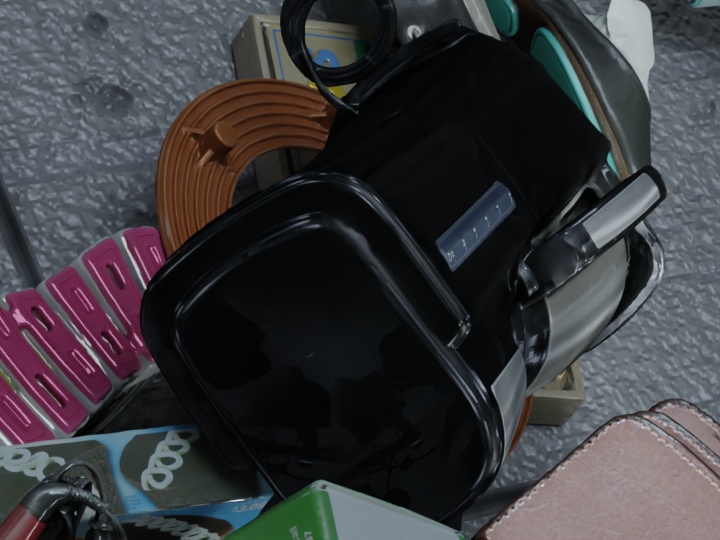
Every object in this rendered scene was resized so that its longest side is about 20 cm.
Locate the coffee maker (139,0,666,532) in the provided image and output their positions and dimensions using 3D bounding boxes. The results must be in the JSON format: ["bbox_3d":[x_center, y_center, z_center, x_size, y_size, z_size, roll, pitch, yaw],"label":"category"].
[{"bbox_3d":[0.002,-0.010,1.061,0.192,0.135,0.200,35,27,8],"label":"coffee maker"}]

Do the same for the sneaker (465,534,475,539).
[{"bbox_3d":[0.074,0.151,1.136,0.200,0.078,0.077,-3,65,-31],"label":"sneaker"}]

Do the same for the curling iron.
[{"bbox_3d":[-0.149,0.149,0.962,0.050,0.200,0.026,39,1,-37],"label":"curling iron"}]

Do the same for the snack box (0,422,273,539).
[{"bbox_3d":[-0.144,0.106,1.019,0.200,0.116,0.037,-5,60,-31],"label":"snack box"}]

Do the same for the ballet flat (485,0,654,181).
[{"bbox_3d":[0.097,-0.122,1.338,0.068,0.068,0.200,-31,74,-12],"label":"ballet flat"}]

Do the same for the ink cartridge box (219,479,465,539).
[{"bbox_3d":[-0.049,0.184,0.955,0.083,0.200,0.147,23,46,-45],"label":"ink cartridge box"}]

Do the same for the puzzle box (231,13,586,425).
[{"bbox_3d":[0.020,-0.025,1.263,0.133,0.025,0.200,4,56,-26],"label":"puzzle box"}]

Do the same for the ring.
[{"bbox_3d":[0.000,0.000,1.172,0.200,0.019,0.201,28,42,-29],"label":"ring"}]

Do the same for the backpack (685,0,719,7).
[{"bbox_3d":[0.202,-0.219,1.430,0.126,0.167,0.200,7,56,-1],"label":"backpack"}]

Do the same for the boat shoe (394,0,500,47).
[{"bbox_3d":[0.042,-0.086,1.271,0.057,0.067,0.200,-23,64,9],"label":"boat shoe"}]

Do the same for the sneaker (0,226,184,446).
[{"bbox_3d":[-0.140,0.048,1.078,0.074,0.087,0.200,53,40,7],"label":"sneaker"}]

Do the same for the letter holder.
[{"bbox_3d":[0.148,0.140,1.010,0.142,0.101,0.200,-38,79,-20],"label":"letter holder"}]
